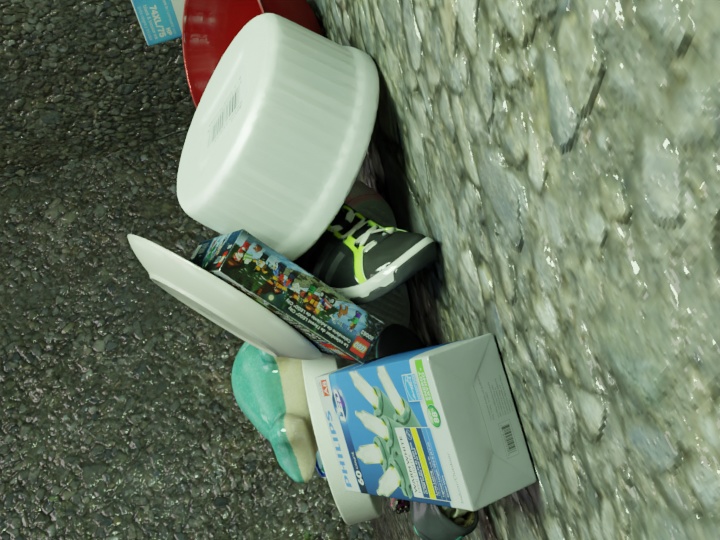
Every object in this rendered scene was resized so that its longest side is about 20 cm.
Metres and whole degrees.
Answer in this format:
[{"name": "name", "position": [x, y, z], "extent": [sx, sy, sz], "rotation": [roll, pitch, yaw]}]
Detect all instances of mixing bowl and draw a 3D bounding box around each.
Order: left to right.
[{"name": "mixing bowl", "position": [-0.109, -0.243, 0.848], "extent": [0.199, 0.107, 0.204], "rotation": [23, 121, 47]}]

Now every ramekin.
[{"name": "ramekin", "position": [-0.079, -0.116, 0.647], "extent": [0.200, 0.097, 0.203], "rotation": [-40, 38, 41]}]

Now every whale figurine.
[{"name": "whale figurine", "position": [-0.092, 0.146, 0.830], "extent": [0.201, 0.102, 0.161], "rotation": [-101, -4, -61]}]

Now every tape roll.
[{"name": "tape roll", "position": [-0.019, 0.158, 0.789], "extent": [0.203, 0.036, 0.207], "rotation": [-15, -89, -88]}]

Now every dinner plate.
[{"name": "dinner plate", "position": [-0.122, 0.032, 0.660], "extent": [0.198, 0.024, 0.200], "rotation": [31, 168, 7]}]

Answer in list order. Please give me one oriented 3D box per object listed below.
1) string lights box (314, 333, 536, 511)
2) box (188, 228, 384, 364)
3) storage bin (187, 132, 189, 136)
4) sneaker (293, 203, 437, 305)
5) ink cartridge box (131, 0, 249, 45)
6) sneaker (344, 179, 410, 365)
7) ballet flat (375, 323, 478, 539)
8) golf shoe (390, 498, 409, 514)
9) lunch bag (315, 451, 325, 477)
[{"name": "string lights box", "position": [0.039, 0.116, 0.576], "extent": [0.199, 0.058, 0.105], "rotation": [-25, 80, 62]}, {"name": "box", "position": [-0.077, 0.023, 0.657], "extent": [0.136, 0.038, 0.199], "rotation": [35, 167, -17]}, {"name": "storage bin", "position": [-0.147, -0.137, 1.149], "extent": [0.199, 0.093, 0.200], "rotation": [30, -152, -44]}, {"name": "sneaker", "position": [-0.020, -0.023, 0.645], "extent": [0.198, 0.071, 0.084], "rotation": [-4, 114, 53]}, {"name": "ink cartridge box", "position": [-0.186, -0.391, 0.888], "extent": [0.147, 0.197, 0.148], "rotation": [81, 170, -53]}, {"name": "sneaker", "position": [0.000, 0.000, 0.786], "extent": [0.105, 0.074, 0.203], "rotation": [-125, 27, -57]}, {"name": "ballet flat", "position": [0.065, 0.142, 0.677], "extent": [0.073, 0.072, 0.204], "rotation": [110, 149, -78]}, {"name": "golf shoe", "position": [0.047, 0.220, 0.904], "extent": [0.201, 0.071, 0.093], "rotation": [86, 165, -56]}, {"name": "lunch bag", "position": [-0.033, 0.183, 1.124], "extent": [0.170, 0.125, 0.204], "rotation": [13, -120, -83]}]
